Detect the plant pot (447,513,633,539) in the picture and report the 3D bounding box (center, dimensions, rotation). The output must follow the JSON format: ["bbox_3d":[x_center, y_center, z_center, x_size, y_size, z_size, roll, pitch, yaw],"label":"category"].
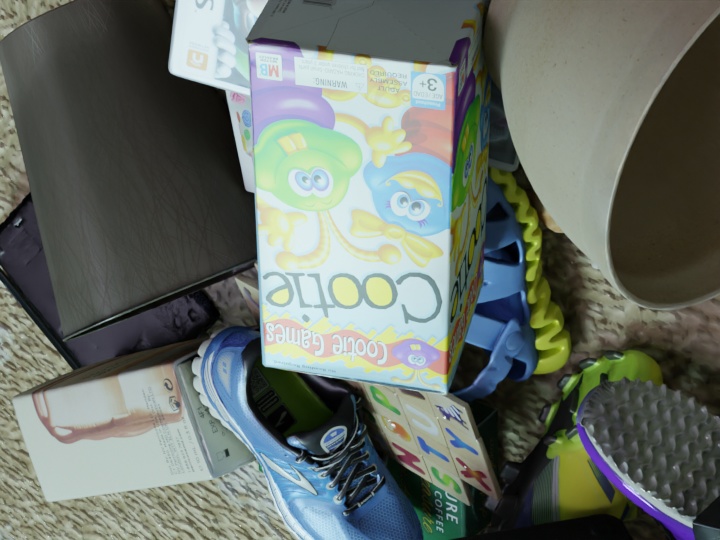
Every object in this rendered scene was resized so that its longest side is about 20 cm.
[{"bbox_3d":[0.108,0.262,1.062,0.200,0.199,0.178,-116,22,-55],"label":"plant pot"}]

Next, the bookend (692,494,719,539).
[{"bbox_3d":[0.241,0.087,0.850,0.092,0.199,0.200,9,122,44],"label":"bookend"}]

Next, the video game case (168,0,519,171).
[{"bbox_3d":[0.005,-0.152,0.906,0.200,0.023,0.182,16,131,5],"label":"video game case"}]

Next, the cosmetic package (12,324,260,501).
[{"bbox_3d":[-0.145,0.102,1.261,0.200,0.103,0.087,-15,96,44],"label":"cosmetic package"}]

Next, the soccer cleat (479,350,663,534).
[{"bbox_3d":[0.146,0.120,1.098,0.084,0.065,0.200,22,134,-8],"label":"soccer cleat"}]

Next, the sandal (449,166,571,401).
[{"bbox_3d":[0.061,0.004,1.030,0.079,0.087,0.200,28,150,50],"label":"sandal"}]

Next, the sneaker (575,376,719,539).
[{"bbox_3d":[0.199,0.144,1.014,0.200,0.070,0.100,34,148,1],"label":"sneaker"}]

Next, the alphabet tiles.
[{"bbox_3d":[0.003,0.072,1.118,0.200,0.006,0.166,28,154,36],"label":"alphabet tiles"}]

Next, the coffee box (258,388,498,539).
[{"bbox_3d":[0.008,0.120,1.237,0.200,0.044,0.123,21,128,36],"label":"coffee box"}]

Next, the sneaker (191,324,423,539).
[{"bbox_3d":[-0.027,0.120,1.146,0.200,0.079,0.089,49,161,-13],"label":"sneaker"}]

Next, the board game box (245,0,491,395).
[{"bbox_3d":[0.008,-0.050,0.903,0.103,0.105,0.200,9,129,11],"label":"board game box"}]

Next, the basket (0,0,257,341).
[{"bbox_3d":[-0.152,-0.078,1.184,0.200,0.180,0.136,68,161,1],"label":"basket"}]

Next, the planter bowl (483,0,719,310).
[{"bbox_3d":[0.144,-0.101,0.835,0.135,0.200,0.200,43,141,35],"label":"planter bowl"}]

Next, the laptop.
[{"bbox_3d":[-0.207,0.021,1.417,0.200,0.103,0.177,-44,82,25],"label":"laptop"}]

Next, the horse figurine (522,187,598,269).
[{"bbox_3d":[0.116,-0.080,0.981,0.133,0.050,0.200,38,142,31],"label":"horse figurine"}]

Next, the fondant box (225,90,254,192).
[{"bbox_3d":[-0.018,-0.134,1.073,0.144,0.058,0.200,15,125,38],"label":"fondant box"}]
